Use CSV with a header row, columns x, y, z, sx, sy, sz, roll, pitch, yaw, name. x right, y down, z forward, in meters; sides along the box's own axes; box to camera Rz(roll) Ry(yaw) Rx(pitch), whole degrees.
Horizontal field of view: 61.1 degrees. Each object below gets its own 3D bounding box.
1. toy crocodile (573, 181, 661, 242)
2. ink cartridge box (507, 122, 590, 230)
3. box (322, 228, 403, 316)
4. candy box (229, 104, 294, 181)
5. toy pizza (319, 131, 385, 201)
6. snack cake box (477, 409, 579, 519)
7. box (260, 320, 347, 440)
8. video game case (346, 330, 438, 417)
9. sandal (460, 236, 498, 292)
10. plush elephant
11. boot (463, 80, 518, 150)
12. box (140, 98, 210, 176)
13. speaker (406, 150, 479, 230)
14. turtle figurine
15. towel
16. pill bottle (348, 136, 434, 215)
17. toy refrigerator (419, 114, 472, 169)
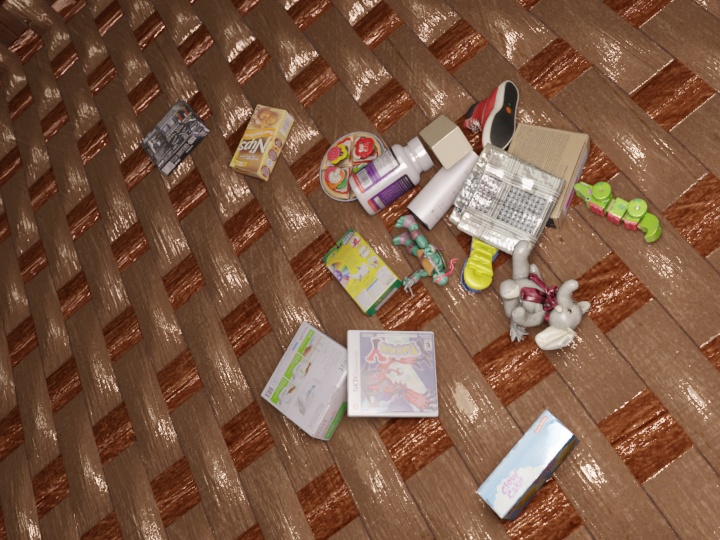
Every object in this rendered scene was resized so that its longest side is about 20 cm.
x,y,z,sx,sy,sz,roll,pitch,yaw,name
0.526,-0.125,1.254,0.199,0.067,0.062,36,89,32,toy crocodile
0.395,-0.210,1.347,0.162,0.075,0.204,19,80,29,ink cartridge box
0.000,0.000,1.481,0.117,0.048,0.201,-44,61,5,box
-0.283,-0.368,1.754,0.113,0.055,0.204,18,79,30,candy box
-0.026,-0.280,1.607,0.195,0.032,0.205,-9,67,23,toy pizza
0.317,0.366,1.143,0.067,0.115,0.201,41,92,31,snack cake box
-0.102,0.252,1.406,0.174,0.097,0.203,27,84,31,box
0.068,0.222,1.320,0.194,0.023,0.187,2,69,-7,video game case
0.266,-0.031,1.342,0.078,0.088,0.202,26,63,8,sandal
0.367,0.066,1.200,0.151,0.204,0.165,5,34,26,plush elephant
0.288,-0.330,1.419,0.143,0.072,0.204,-24,39,51,boot
-0.589,-0.423,1.930,0.200,0.050,0.158,-46,58,4,box
0.202,-0.195,1.434,0.201,0.081,0.081,-48,58,3,speaker
0.143,-0.023,1.392,0.202,0.099,0.151,60,142,32,turtle figurine
0.304,-0.147,1.289,0.197,0.034,0.196,29,95,19,towel
0.078,-0.235,1.492,0.198,0.111,0.113,-33,60,11,pill bottle
0.197,-0.300,1.421,0.075,0.070,0.201,-36,19,10,toy refrigerator
